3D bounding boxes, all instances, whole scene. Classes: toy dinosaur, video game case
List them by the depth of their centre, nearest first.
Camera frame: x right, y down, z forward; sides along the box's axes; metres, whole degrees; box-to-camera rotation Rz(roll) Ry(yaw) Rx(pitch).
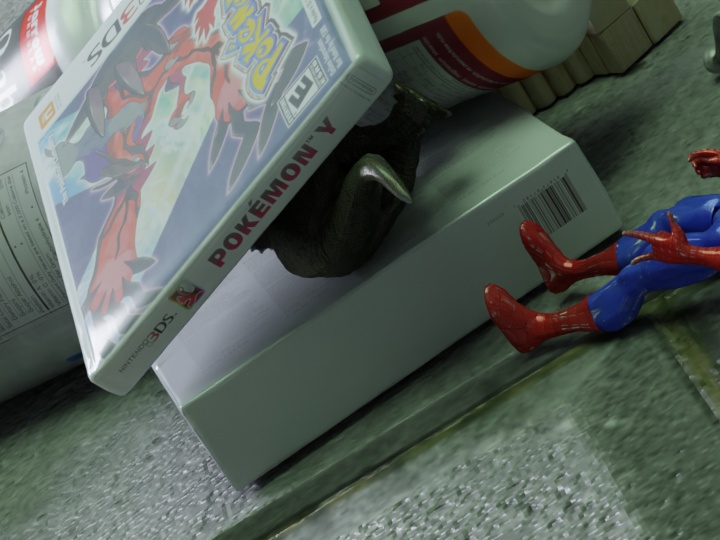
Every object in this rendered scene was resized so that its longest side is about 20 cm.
[{"bbox_3d":[-0.010,-0.035,1.154,0.102,0.077,0.200,-61,33,6],"label":"toy dinosaur"},{"bbox_3d":[-0.072,-0.072,1.176,0.182,0.023,0.200,-49,34,19],"label":"video game case"}]

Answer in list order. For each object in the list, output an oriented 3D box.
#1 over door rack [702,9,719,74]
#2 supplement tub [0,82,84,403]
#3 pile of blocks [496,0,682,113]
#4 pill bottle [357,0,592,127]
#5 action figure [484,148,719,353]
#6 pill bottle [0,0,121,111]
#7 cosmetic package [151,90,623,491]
[{"bbox_3d":[0.190,-0.164,1.254,0.148,0.067,0.200,-37,42,-10],"label":"over door rack"},{"bbox_3d":[-0.158,-0.015,1.357,0.200,0.132,0.132,-25,22,20],"label":"supplement tub"},{"bbox_3d":[0.054,-0.104,1.346,0.200,0.062,0.082,-28,22,11],"label":"pile of blocks"},{"bbox_3d":[-0.004,-0.114,1.249,0.200,0.110,0.110,-19,25,34],"label":"pill bottle"},{"bbox_3d":[0.136,-0.015,1.052,0.200,0.052,0.065,-14,27,39],"label":"action figure"},{"bbox_3d":[-0.137,-0.096,1.458,0.200,0.116,0.116,-39,13,40],"label":"pill bottle"},{"bbox_3d":[0.000,0.000,1.210,0.200,0.052,0.151,-34,23,-3],"label":"cosmetic package"}]
